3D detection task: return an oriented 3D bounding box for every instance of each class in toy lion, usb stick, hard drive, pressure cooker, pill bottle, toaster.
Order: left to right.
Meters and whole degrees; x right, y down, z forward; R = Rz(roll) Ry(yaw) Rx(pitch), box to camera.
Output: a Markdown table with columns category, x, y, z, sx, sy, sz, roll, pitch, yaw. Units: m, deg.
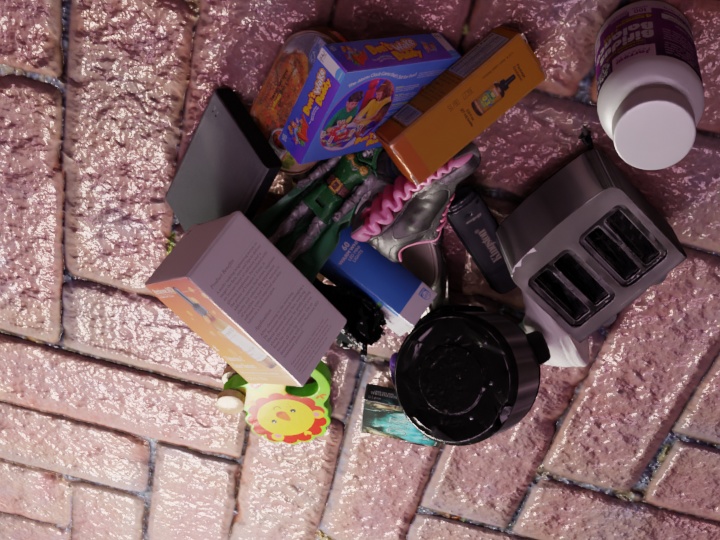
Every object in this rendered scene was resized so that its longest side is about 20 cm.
| category | x | y | z | sx | sy | sz | roll | pitch | yaw |
| --- | --- | --- | --- | --- | --- | --- | --- | --- | --- |
| hard drive | -0.184 | -0.115 | 1.308 | 0.140 | 0.033 | 0.201 | 55 | 134 | 23 |
| toy lion | -0.118 | 0.203 | 1.597 | 0.191 | 0.069 | 0.199 | 34 | 127 | -25 |
| pressure cooker | 0.150 | 0.142 | 1.349 | 0.174 | 0.199 | 0.181 | 21 | 97 | 24 |
| usb stick | 0.166 | -0.037 | 1.322 | 0.055 | 0.033 | 0.200 | -28 | 135 | 12 |
| toaster | 0.284 | -0.036 | 1.251 | 0.180 | 0.119 | 0.200 | -41 | 114 | 19 |
| pill bottle | 0.311 | -0.200 | 1.078 | 0.110 | 0.201 | 0.113 | 6 | 130 | 7 |

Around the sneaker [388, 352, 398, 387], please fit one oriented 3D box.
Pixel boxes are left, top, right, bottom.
| category | x | y | z | sx | sy | sz | roll | pitch | yaw |
| --- | --- | --- | --- | --- | --- | --- | --- | --- | --- |
| sneaker | 0.133 | 0.144 | 1.482 | 0.197 | 0.081 | 0.084 | -10 | 121 | 20 |

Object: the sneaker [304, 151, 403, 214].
| category | x | y | z | sx | sy | sz | roll | pitch | yaw |
| --- | --- | --- | --- | --- | --- | --- | --- | --- | --- |
| sneaker | 0.029 | -0.111 | 1.309 | 0.197 | 0.075 | 0.088 | 4 | 146 | 13 |

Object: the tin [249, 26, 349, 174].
| category | x | y | z | sx | sy | sz | roll | pitch | yaw |
| --- | --- | --- | --- | --- | --- | --- | --- | --- | --- |
| tin | -0.067 | -0.208 | 1.233 | 0.112 | 0.042 | 0.201 | 44 | 130 | 11 |

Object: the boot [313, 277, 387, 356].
| category | x | y | z | sx | sy | sz | roll | pitch | yaw |
| --- | --- | --- | --- | --- | --- | --- | --- | --- | --- |
| boot | -0.066 | 0.032 | 1.333 | 0.198 | 0.074 | 0.162 | 43 | 165 | -29 |

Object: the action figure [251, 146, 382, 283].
| category | x | y | z | sx | sy | sz | roll | pitch | yaw |
| --- | --- | --- | --- | --- | --- | --- | --- | --- | --- |
| action figure | -0.044 | -0.088 | 1.247 | 0.118 | 0.055 | 0.200 | 43 | 98 | 7 |

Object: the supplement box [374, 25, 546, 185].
| category | x | y | z | sx | sy | sz | roll | pitch | yaw |
| --- | --- | --- | --- | --- | --- | --- | --- | --- | --- |
| supplement box | 0.115 | -0.193 | 1.156 | 0.199 | 0.069 | 0.067 | -39 | 117 | 1 |

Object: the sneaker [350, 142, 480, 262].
| category | x | y | z | sx | sy | sz | roll | pitch | yaw |
| --- | --- | --- | --- | --- | --- | --- | --- | --- | --- |
| sneaker | 0.082 | -0.080 | 1.221 | 0.095 | 0.079 | 0.199 | 42 | 124 | -17 |

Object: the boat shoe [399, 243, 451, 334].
| category | x | y | z | sx | sy | sz | roll | pitch | yaw |
| --- | --- | --- | --- | --- | --- | --- | --- | --- | --- |
| boat shoe | 0.095 | 0.019 | 1.408 | 0.066 | 0.057 | 0.202 | 20 | 132 | 30 |

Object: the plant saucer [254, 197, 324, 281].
| category | x | y | z | sx | sy | sz | roll | pitch | yaw |
| --- | --- | --- | --- | --- | --- | --- | --- | --- | --- |
| plant saucer | -0.146 | -0.015 | 1.435 | 0.197 | 0.037 | 0.202 | 6 | 131 | 7 |

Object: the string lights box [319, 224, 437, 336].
| category | x | y | z | sx | sy | sz | roll | pitch | yaw |
| --- | --- | --- | --- | --- | --- | --- | --- | --- | --- |
| string lights box | 0.000 | 0.000 | 1.338 | 0.199 | 0.059 | 0.103 | 39 | 166 | -1 |

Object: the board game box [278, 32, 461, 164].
| category | x | y | z | sx | sy | sz | roll | pitch | yaw |
| --- | --- | --- | --- | --- | --- | --- | --- | --- | --- |
| board game box | 0.013 | -0.201 | 1.152 | 0.045 | 0.199 | 0.135 | 50 | 132 | 21 |

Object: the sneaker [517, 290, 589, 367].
| category | x | y | z | sx | sy | sz | roll | pitch | yaw |
| --- | --- | --- | --- | --- | --- | --- | --- | --- | --- |
| sneaker | 0.250 | 0.075 | 1.400 | 0.087 | 0.076 | 0.201 | -12 | 132 | 29 |

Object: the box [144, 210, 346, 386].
| category | x | y | z | sx | sy | sz | roll | pitch | yaw |
| --- | --- | --- | --- | --- | --- | --- | --- | --- | --- |
| box | -0.144 | 0.040 | 1.242 | 0.200 | 0.107 | 0.152 | 45 | 155 | -20 |

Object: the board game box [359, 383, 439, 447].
| category | x | y | z | sx | sy | sz | roll | pitch | yaw |
| --- | --- | --- | --- | --- | --- | --- | --- | --- | --- |
| board game box | 0.067 | 0.227 | 1.539 | 0.133 | 0.029 | 0.201 | 11 | 157 | 3 |
